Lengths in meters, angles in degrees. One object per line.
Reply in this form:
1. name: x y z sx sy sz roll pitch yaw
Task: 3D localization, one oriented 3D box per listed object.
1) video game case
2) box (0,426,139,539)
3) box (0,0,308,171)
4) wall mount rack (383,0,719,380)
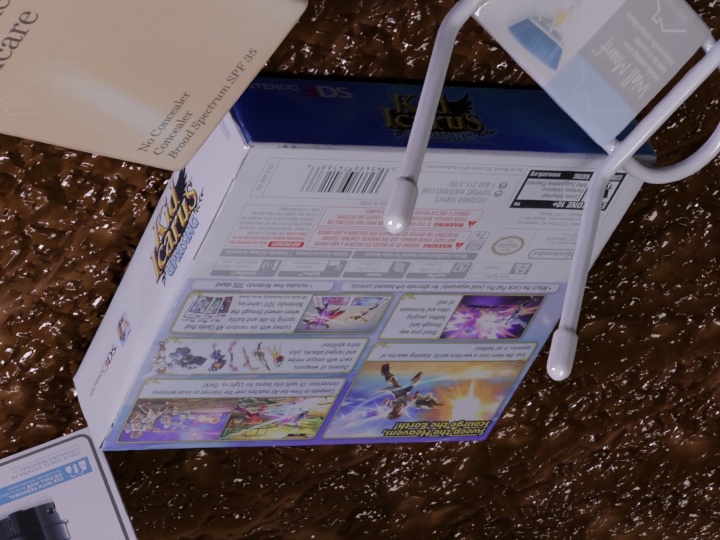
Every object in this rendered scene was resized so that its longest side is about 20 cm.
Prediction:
1. video game case: 0.000 0.000 1.178 0.199 0.046 0.182 1 135 -31
2. box: -0.131 0.176 1.190 0.116 0.200 0.060 -19 144 -7
3. box: -0.128 -0.106 0.942 0.200 0.078 0.095 10 133 -39
4. wall mount rack: 0.086 -0.065 1.080 0.174 0.075 0.200 -48 130 2
